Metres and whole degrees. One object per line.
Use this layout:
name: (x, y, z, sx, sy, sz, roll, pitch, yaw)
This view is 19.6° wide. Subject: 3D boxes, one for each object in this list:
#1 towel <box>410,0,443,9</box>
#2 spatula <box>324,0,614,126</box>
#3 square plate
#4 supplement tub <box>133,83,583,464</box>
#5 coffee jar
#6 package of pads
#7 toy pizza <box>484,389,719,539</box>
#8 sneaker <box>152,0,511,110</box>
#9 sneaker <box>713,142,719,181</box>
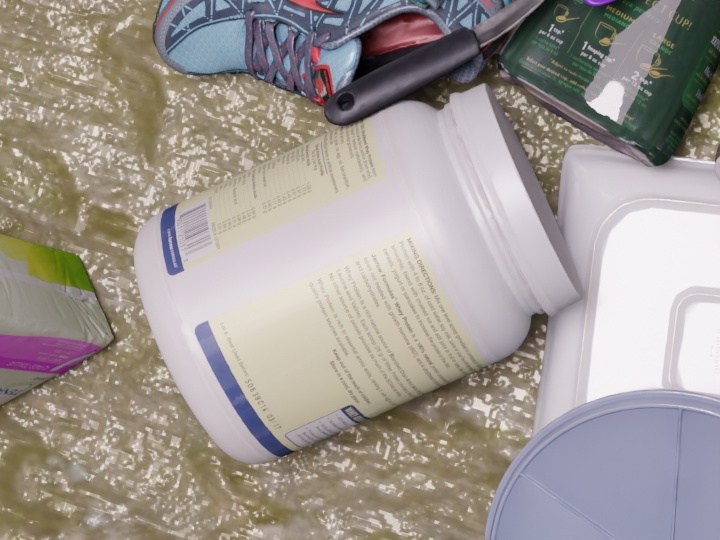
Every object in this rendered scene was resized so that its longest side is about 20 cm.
towel: (0.024, -0.249, 1.090, 0.147, 0.022, 0.200, 33, 64, -6)
spatula: (0.070, -0.126, 1.044, 0.200, 0.021, 0.057, -31, 65, 6)
square plate: (0.193, 0.040, 1.101, 0.198, 0.028, 0.200, 6, 89, 12)
supplement tub: (0.000, 0.000, 1.082, 0.200, 0.145, 0.145, -24, 83, 9)
coffee jar: (0.164, -0.162, 1.088, 0.104, 0.085, 0.200, 33, 94, 18)
package of pads: (-0.234, 0.042, 1.097, 0.154, 0.200, 0.068, -28, 78, 9)
toy pizza: (0.163, 0.154, 1.083, 0.200, 0.032, 0.201, 5, 108, 17)
sneaker: (-0.020, -0.127, 1.103, 0.200, 0.079, 0.096, -8, 49, 16)
sneaker: (0.248, -0.122, 1.083, 0.200, 0.077, 0.082, -41, 69, -6)
